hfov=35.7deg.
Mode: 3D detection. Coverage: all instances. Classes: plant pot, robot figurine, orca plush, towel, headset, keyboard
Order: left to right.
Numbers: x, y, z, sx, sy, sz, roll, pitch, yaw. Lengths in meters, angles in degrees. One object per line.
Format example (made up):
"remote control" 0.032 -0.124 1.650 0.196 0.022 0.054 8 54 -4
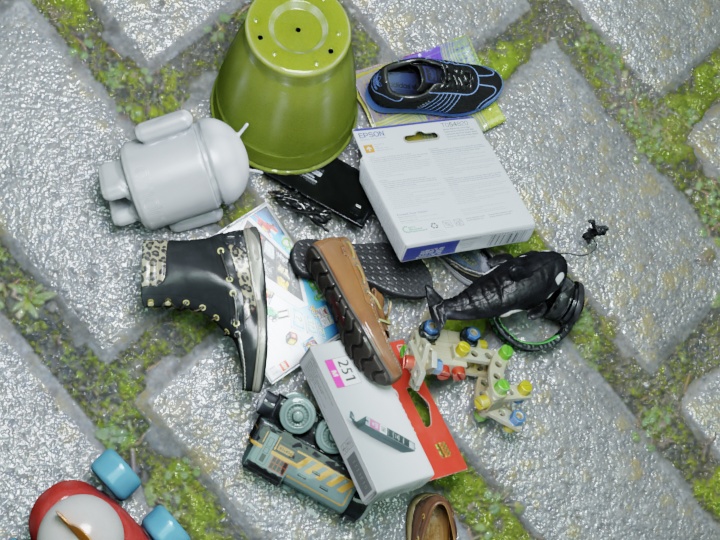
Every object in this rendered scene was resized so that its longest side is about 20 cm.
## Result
"robot figurine" -0.224 -0.121 1.400 0.198 0.171 0.114 -19 44 -5
"plant pot" -0.087 -0.253 1.408 0.197 0.193 0.203 3 69 -8
"keyboard" -0.076 -0.116 1.485 0.198 0.040 0.105 29 61 4
"towel" 0.093 -0.236 1.554 0.198 0.023 0.145 -20 84 -16
"orca plush" 0.179 0.007 1.426 0.197 0.071 0.106 -6 55 -8
"headset" 0.258 0.017 1.508 0.123 0.094 0.200 43 75 -3

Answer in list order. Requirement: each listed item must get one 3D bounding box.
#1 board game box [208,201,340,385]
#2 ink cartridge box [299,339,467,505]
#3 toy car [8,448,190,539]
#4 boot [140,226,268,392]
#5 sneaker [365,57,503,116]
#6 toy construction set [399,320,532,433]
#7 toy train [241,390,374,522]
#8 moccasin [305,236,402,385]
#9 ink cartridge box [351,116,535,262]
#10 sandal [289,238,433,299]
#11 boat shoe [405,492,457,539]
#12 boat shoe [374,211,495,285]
"board game box" -0.120 0.030 1.446 0.126 0.035 0.201 -33 88 -16
"ink cartridge box" 0.038 0.174 1.392 0.172 0.044 0.202 -10 63 -36
"toy car" -0.302 0.316 1.262 0.184 0.200 0.177 -42 91 -17
"boot" -0.190 0.051 1.378 0.152 0.073 0.207 -3 82 -6
"sneaker" 0.107 -0.250 1.508 0.197 0.078 0.071 -8 81 -15
"toy construction set" 0.124 0.130 1.439 0.198 0.092 0.132 21 44 -31
"toy train" -0.054 0.233 1.404 0.199 0.085 0.115 30 86 -8
"moccasin" 0.003 0.048 1.387 0.077 0.074 0.203 -16 62 -28
"ink cartridge box" 0.104 -0.111 1.475 0.197 0.041 0.201 -9 56 -23
"sandal" 0.000 0.000 1.471 0.197 0.045 0.076 10 57 -15
"boat shoe" 0.093 0.384 1.412 0.071 0.068 0.203 1 79 -13
"boat shoe" 0.103 -0.052 1.498 0.200 0.066 0.070 42 73 -3
